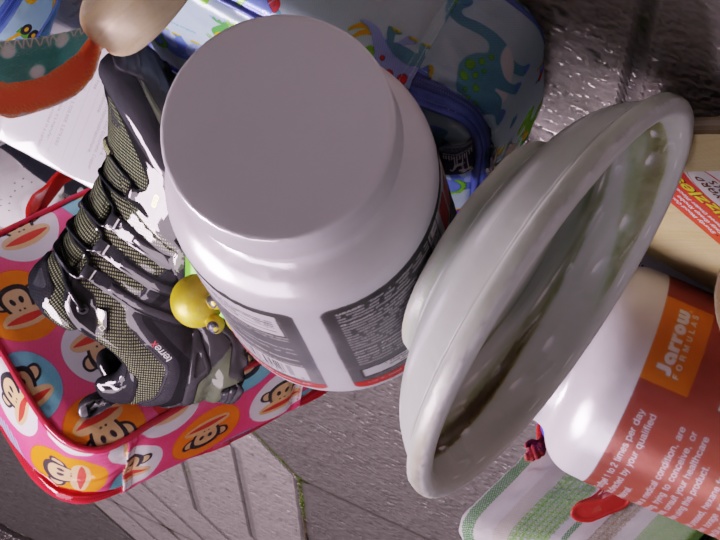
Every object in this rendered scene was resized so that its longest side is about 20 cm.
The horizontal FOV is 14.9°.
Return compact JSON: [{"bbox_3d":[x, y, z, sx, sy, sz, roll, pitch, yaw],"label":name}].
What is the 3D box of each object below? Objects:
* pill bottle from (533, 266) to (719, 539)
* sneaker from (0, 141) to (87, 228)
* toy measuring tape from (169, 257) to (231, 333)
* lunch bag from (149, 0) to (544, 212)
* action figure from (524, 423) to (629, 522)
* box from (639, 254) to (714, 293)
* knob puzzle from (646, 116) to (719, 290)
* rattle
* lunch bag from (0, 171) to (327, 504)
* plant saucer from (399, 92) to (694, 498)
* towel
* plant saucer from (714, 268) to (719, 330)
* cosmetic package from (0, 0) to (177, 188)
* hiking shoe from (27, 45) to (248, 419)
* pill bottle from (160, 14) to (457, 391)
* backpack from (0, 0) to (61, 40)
[{"bbox_3d":[0.162,0.067,1.367,0.199,0.113,0.112,23,164,-1],"label":"pill bottle"},{"bbox_3d":[-0.160,-0.019,1.675,0.130,0.079,0.199,51,-168,30],"label":"sneaker"},{"bbox_3d":[0.000,0.000,1.317,0.199,0.074,0.073,-14,-170,-33],"label":"toy measuring tape"},{"bbox_3d":[-0.011,-0.108,1.292,0.199,0.083,0.161,28,167,8],"label":"lunch bag"},{"bbox_3d":[0.109,0.076,1.587,0.200,0.051,0.066,-111,8,-68],"label":"action figure"},{"bbox_3d":[0.113,0.005,1.486,0.199,0.041,0.156,32,165,-5],"label":"box"},{"bbox_3d":[0.194,-0.023,1.278,0.219,0.031,0.220,27,164,8],"label":"knob puzzle"},{"bbox_3d":[-0.052,-0.109,1.131,0.130,0.201,0.143,10,156,49],"label":"rattle"},{"bbox_3d":[-0.119,0.014,1.478,0.177,0.199,0.082,55,154,23],"label":"lunch bag"},{"bbox_3d":[0.067,0.001,1.168,0.050,0.200,0.200,34,166,15],"label":"plant saucer"},{"bbox_3d":[0.160,0.118,1.555,0.200,0.149,0.031,3,132,57],"label":"towel"},{"bbox_3d":[0.253,0.012,1.180,0.199,0.036,0.201,11,144,8],"label":"plant saucer"},{"bbox_3d":[-0.074,-0.071,1.422,0.199,0.081,0.113,30,-154,6],"label":"cosmetic package"},{"bbox_3d":[-0.115,-0.012,1.336,0.076,0.100,0.201,-113,11,-61],"label":"hiking shoe"},{"bbox_3d":[-0.019,-0.027,1.161,0.115,0.116,0.200,25,168,14],"label":"pill bottle"},{"bbox_3d":[-0.205,-0.156,1.326,0.134,0.184,0.199,31,155,-37],"label":"backpack"}]
